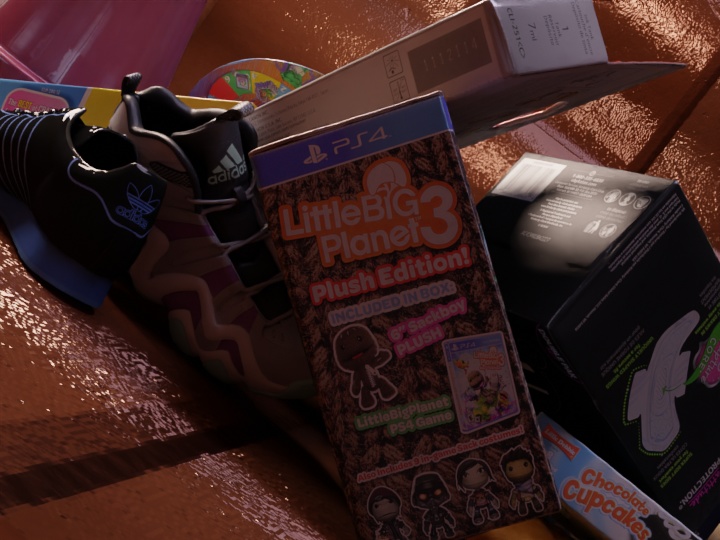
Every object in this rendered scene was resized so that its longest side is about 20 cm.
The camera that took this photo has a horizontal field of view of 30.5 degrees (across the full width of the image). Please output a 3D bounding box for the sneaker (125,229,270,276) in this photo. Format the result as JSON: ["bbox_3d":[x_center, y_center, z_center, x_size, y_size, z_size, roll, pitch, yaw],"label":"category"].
[{"bbox_3d":[-0.101,-0.012,0.871,0.199,0.080,0.074,35,6,-29],"label":"sneaker"}]

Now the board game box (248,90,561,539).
[{"bbox_3d":[0.027,0.028,0.680,0.159,0.096,0.202,18,56,-84],"label":"board game box"}]

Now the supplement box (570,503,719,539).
[{"bbox_3d":[0.178,0.158,1.141,0.199,0.135,0.200,37,3,-17],"label":"supplement box"}]

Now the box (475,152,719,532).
[{"bbox_3d":[0.155,0.046,0.842,0.201,0.124,0.148,54,-18,-29],"label":"box"}]

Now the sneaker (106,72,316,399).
[{"bbox_3d":[-0.075,-0.030,0.731,0.199,0.140,0.078,38,39,13],"label":"sneaker"}]

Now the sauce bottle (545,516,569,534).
[{"bbox_3d":[0.088,0.146,0.903,0.065,0.065,0.200,40,2,39],"label":"sauce bottle"}]

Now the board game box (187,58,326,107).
[{"bbox_3d":[-0.058,-0.056,0.965,0.157,0.039,0.201,-7,-58,34],"label":"board game box"}]

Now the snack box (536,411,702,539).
[{"bbox_3d":[0.176,0.170,0.786,0.200,0.037,0.116,39,-9,18],"label":"snack box"}]

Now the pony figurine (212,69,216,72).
[{"bbox_3d":[-0.104,-0.090,1.184,0.198,0.168,0.193,3,12,11],"label":"pony figurine"}]

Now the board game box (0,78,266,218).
[{"bbox_3d":[-0.128,-0.070,0.881,0.198,0.041,0.153,9,-15,25],"label":"board game box"}]

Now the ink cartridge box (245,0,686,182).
[{"bbox_3d":[0.057,-0.104,0.759,0.175,0.199,0.045,-14,88,-46],"label":"ink cartridge box"}]

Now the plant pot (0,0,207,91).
[{"bbox_3d":[-0.221,-0.182,1.028,0.199,0.180,0.200,37,3,-2],"label":"plant pot"}]

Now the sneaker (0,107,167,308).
[{"bbox_3d":[-0.167,-0.057,0.727,0.070,0.078,0.200,33,6,-46],"label":"sneaker"}]

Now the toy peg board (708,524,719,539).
[{"bbox_3d":[0.349,0.263,1.208,0.098,0.199,0.199,52,-3,-21],"label":"toy peg board"}]

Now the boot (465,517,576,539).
[{"bbox_3d":[0.115,0.182,0.736,0.143,0.071,0.201,34,-5,25],"label":"boot"}]
